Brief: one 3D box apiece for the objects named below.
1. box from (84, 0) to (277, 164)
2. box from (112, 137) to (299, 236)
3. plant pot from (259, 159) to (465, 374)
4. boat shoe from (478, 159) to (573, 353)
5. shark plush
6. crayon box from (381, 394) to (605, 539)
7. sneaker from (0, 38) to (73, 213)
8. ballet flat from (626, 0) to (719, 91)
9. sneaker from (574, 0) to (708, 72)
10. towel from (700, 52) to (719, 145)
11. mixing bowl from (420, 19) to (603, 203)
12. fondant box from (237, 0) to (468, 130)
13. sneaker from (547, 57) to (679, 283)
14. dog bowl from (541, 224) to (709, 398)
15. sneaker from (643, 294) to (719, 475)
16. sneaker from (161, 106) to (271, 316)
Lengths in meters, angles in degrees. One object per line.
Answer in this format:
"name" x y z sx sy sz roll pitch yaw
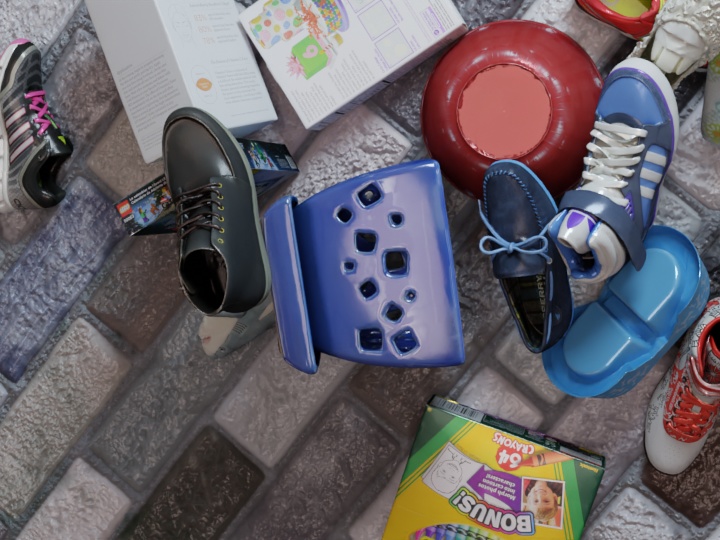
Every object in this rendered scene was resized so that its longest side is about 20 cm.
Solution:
"box" -0.191 -0.229 1.271 0.097 0.124 0.201 -20 91 37
"box" -0.155 -0.087 1.251 0.136 0.200 0.038 -29 87 13
"plant pot" 0.000 0.000 1.210 0.179 0.200 0.201 -9 93 0
"boat shoe" 0.168 -0.011 1.186 0.084 0.069 0.200 -12 111 37
"shark plush" -0.088 0.035 1.339 0.199 0.091 0.084 -20 112 -7
"crayon box" 0.141 0.251 1.293 0.199 0.058 0.173 19 99 10
"sneaker" -0.366 -0.159 1.357 0.087 0.074 0.201 8 102 12
"ballet flat" 0.296 -0.201 1.147 0.071 0.200 0.072 3 69 -8
"sneaker" 0.302 -0.252 1.195 0.199 0.085 0.077 21 100 10
"towel" 0.412 -0.185 1.129 0.171 0.048 0.200 19 140 24
"mixing bowl" 0.152 -0.162 1.226 0.199 0.108 0.201 1 95 12
"fondant box" -0.008 -0.263 1.275 0.200 0.058 0.145 -32 88 12
"sneaker" 0.234 -0.082 1.131 0.080 0.146 0.201 19 131 29
"dog bowl" 0.275 0.048 1.227 0.200 0.050 0.112 -51 45 12
"sneaker" 0.339 0.123 1.213 0.067 0.108 0.202 22 100 9
"sneaker" -0.139 -0.057 1.092 0.075 0.106 0.201 -21 89 13
